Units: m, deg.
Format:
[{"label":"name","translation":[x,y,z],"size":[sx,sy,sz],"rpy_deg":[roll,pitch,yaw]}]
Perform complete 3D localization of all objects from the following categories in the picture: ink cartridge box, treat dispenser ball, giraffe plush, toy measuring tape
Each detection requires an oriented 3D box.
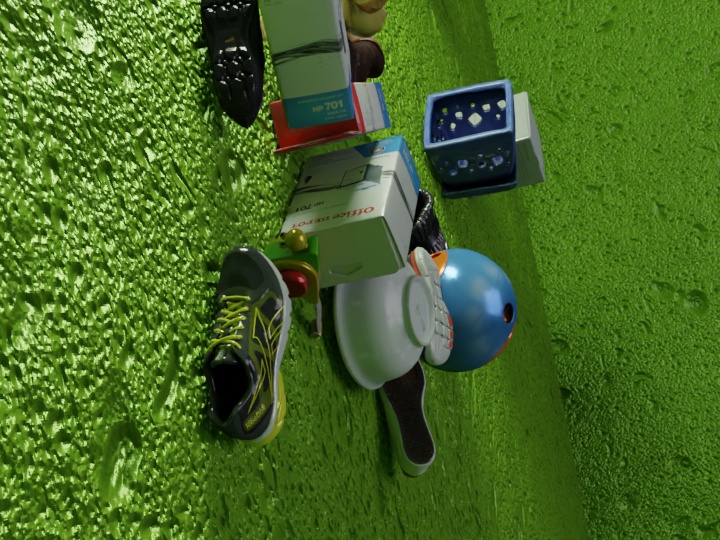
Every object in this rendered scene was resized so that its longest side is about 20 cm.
[{"label":"ink cartridge box","translation":[-0.009,-0.078,1.199],"size":[0.201,0.145,0.087],"rpy_deg":[-76,149,-53]},{"label":"treat dispenser ball","translation":[0.158,0.065,1.525],"size":[0.201,0.198,0.204],"rpy_deg":[-12,90,-72]},{"label":"giraffe plush","translation":[-0.057,-0.343,1.252],"size":[0.200,0.170,0.164],"rpy_deg":[62,44,-66]},{"label":"toy measuring tape","translation":[-0.081,0.017,1.096],"size":[0.201,0.072,0.074],"rpy_deg":[91,0,-55]},{"label":"ink cartridge box","translation":[-0.042,-0.204,1.230],"size":[0.200,0.115,0.068],"rpy_deg":[-35,112,-71]},{"label":"ink cartridge box","translation":[-0.064,-0.291,1.067],"size":[0.201,0.085,0.148],"rpy_deg":[80,4,-46]}]

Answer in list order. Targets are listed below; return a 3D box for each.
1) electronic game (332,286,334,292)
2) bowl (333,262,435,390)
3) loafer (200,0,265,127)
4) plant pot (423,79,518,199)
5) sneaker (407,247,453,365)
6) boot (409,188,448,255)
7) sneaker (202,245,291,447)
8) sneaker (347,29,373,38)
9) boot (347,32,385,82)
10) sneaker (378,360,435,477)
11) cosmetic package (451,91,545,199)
[{"label":"electronic game","translation":[0.000,0.000,1.346],"size":[0.200,0.041,0.203],"rpy_deg":[-13,90,-72]},{"label":"bowl","translation":[0.045,0.059,1.271],"size":[0.201,0.089,0.204],"rpy_deg":[27,59,-60]},{"label":"loafer","translation":[-0.144,-0.256,1.053],"size":[0.071,0.067,0.203],"rpy_deg":[88,-6,-65]},{"label":"plant pot","translation":[0.254,-0.280,2.053],"size":[0.201,0.197,0.181],"rpy_deg":[-83,159,-46]},{"label":"sneaker","translation":[0.085,0.063,1.405],"size":[0.077,0.081,0.202],"rpy_deg":[43,31,-44]},{"label":"boot","translation":[0.121,-0.026,1.658],"size":[0.159,0.078,0.213],"rpy_deg":[66,10,-51]},{"label":"sneaker","translation":[-0.113,0.069,0.909],"size":[0.085,0.074,0.203],"rpy_deg":[30,50,-65]},{"label":"sneaker","translation":[-0.038,-0.441,1.388],"size":[0.200,0.071,0.100],"rpy_deg":[44,29,-16]},{"label":"boot","translation":[-0.016,-0.299,1.454],"size":[0.200,0.072,0.169],"rpy_deg":[29,52,-58]},{"label":"sneaker","translation":[0.061,0.213,1.388],"size":[0.085,0.072,0.202],"rpy_deg":[105,-18,-55]},{"label":"cosmetic package","translation":[0.345,-0.311,2.326],"size":[0.168,0.197,0.168],"rpy_deg":[58,26,-47]}]
